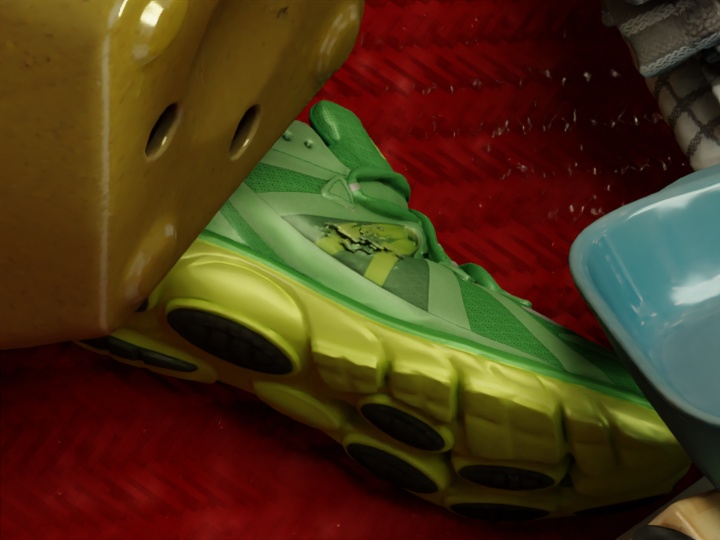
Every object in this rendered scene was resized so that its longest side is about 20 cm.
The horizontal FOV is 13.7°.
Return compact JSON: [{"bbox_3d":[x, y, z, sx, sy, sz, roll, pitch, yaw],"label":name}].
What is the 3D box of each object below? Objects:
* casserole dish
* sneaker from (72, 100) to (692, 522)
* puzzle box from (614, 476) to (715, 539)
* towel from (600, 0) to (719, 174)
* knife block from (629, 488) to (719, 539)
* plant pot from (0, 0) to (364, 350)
[{"bbox_3d":[0.119,0.012,0.699,0.120,0.200,0.039,-16,108,-3],"label":"casserole dish"},{"bbox_3d":[0.000,0.000,0.767,0.199,0.074,0.084,25,60,-4],"label":"sneaker"},{"bbox_3d":[0.114,0.117,0.770,0.199,0.025,0.133,-30,75,-31],"label":"puzzle box"},{"bbox_3d":[0.142,-0.137,0.814,0.199,0.086,0.166,-26,46,11],"label":"towel"},{"bbox_3d":[0.079,0.086,0.654,0.200,0.176,0.064,-32,77,-31],"label":"knife block"},{"bbox_3d":[-0.105,-0.095,0.688,0.199,0.196,0.194,29,55,15],"label":"plant pot"}]
